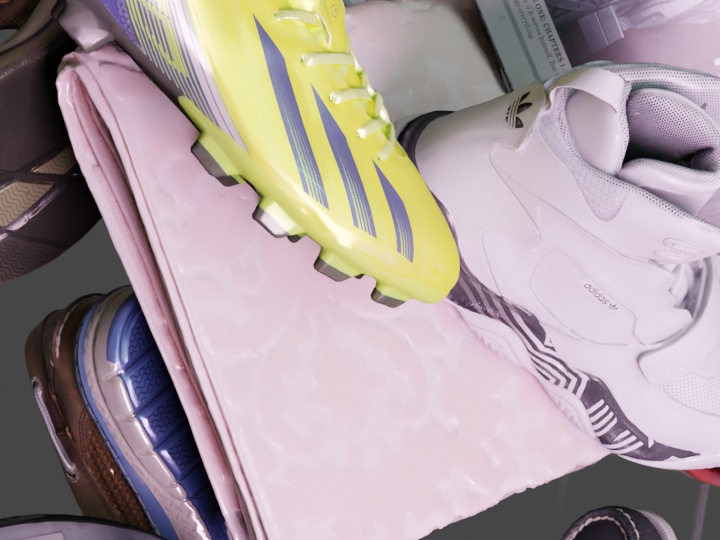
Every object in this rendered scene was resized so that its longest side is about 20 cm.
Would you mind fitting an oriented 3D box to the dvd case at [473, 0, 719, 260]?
[{"bbox_3d":[0.158,-0.086,0.908,0.025,0.199,0.151,-83,150,-69],"label":"dvd case"}]

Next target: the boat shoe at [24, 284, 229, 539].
[{"bbox_3d":[-0.056,0.095,0.856,0.072,0.072,0.201,-35,111,-41],"label":"boat shoe"}]

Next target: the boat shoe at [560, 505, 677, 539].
[{"bbox_3d":[0.078,0.183,0.963,0.060,0.075,0.201,33,62,-40],"label":"boat shoe"}]

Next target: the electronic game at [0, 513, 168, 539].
[{"bbox_3d":[-0.108,0.177,0.782,0.199,0.042,0.201,-5,102,-25],"label":"electronic game"}]

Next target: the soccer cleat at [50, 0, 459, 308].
[{"bbox_3d":[-0.028,-0.069,0.766,0.084,0.065,0.200,-46,108,0],"label":"soccer cleat"}]

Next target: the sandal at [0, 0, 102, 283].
[{"bbox_3d":[-0.104,-0.073,0.843,0.201,0.057,0.080,-50,134,-16],"label":"sandal"}]

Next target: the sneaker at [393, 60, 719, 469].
[{"bbox_3d":[0.105,-0.001,0.845,0.200,0.115,0.075,36,51,-27],"label":"sneaker"}]

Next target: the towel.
[{"bbox_3d":[0.000,0.000,0.850,0.200,0.032,0.192,-15,83,-47],"label":"towel"}]

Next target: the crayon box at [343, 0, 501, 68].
[{"bbox_3d":[-0.019,-0.146,0.939,0.200,0.058,0.119,41,58,-29],"label":"crayon box"}]

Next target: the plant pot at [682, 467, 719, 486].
[{"bbox_3d":[0.226,0.021,1.027,0.200,0.182,0.201,-16,115,-39],"label":"plant pot"}]
